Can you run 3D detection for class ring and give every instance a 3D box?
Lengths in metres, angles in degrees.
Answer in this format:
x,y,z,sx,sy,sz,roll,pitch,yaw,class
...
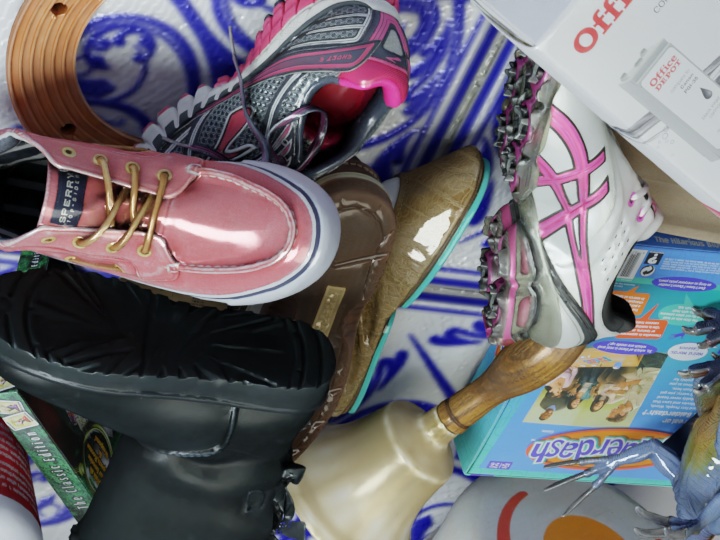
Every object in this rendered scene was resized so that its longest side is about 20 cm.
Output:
x,y,z,sx,sy,sz,roll,pitch,yaw,class
-0.081,-0.115,1.512,0.200,0.019,0.201,-10,138,-9,ring

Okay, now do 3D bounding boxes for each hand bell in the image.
x,y,z,sx,sy,sz,roll,pitch,yaw,class
0.058,0.079,1.690,0.104,0.104,0.200,27,127,-38,hand bell

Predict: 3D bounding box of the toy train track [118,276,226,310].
x,y,z,sx,sy,sz,roll,pitch,yaw,class
-0.107,0.052,1.615,0.114,0.032,0.201,8,99,-44,toy train track

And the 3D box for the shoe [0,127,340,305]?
x,y,z,sx,sy,sz,roll,pitch,yaw,class
-0.114,-0.026,1.454,0.199,0.072,0.091,8,180,32,shoe

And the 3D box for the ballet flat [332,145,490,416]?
x,y,z,sx,sy,sz,roll,pitch,yaw,class
0.000,0.000,1.639,0.072,0.068,0.200,22,133,-10,ballet flat

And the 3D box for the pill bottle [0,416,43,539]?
x,y,z,sx,sy,sz,roll,pitch,yaw,class
-0.228,0.122,1.582,0.112,0.200,0.113,-9,138,-8,pill bottle

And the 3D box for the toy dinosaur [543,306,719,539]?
x,y,z,sx,sy,sz,roll,pitch,yaw,class
0.207,0.123,1.694,0.199,0.105,0.182,-9,122,0,toy dinosaur

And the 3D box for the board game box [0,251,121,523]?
x,y,z,sx,sy,sz,roll,pitch,yaw,class
-0.147,0.082,1.638,0.023,0.105,0.200,-7,140,17,board game box

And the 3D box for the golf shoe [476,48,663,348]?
x,y,z,sx,sy,sz,roll,pitch,yaw,class
0.115,-0.050,1.583,0.092,0.073,0.201,1,123,-6,golf shoe

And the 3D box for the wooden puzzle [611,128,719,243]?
x,y,z,sx,sy,sz,roll,pitch,yaw,class
0.234,-0.100,1.616,0.184,0.037,0.200,9,126,-24,wooden puzzle

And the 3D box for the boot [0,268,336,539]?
x,y,z,sx,sy,sz,roll,pitch,yaw,class
-0.114,0.088,1.535,0.197,0.074,0.163,10,131,-13,boot

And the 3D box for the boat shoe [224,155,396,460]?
x,y,z,sx,sy,sz,roll,pitch,yaw,class
-0.039,0.024,1.593,0.074,0.075,0.203,16,118,-26,boat shoe

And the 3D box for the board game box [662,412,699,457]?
x,y,z,sx,sy,sz,roll,pitch,yaw,class
0.287,0.067,1.773,0.200,0.035,0.135,-43,146,16,board game box

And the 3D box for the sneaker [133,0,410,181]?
x,y,z,sx,sy,sz,roll,pitch,yaw,class
-0.051,-0.063,1.507,0.080,0.075,0.200,19,128,-33,sneaker

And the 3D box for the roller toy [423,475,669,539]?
x,y,z,sx,sy,sz,roll,pitch,yaw,class
0.106,0.221,1.813,0.182,0.200,0.140,19,129,-20,roller toy

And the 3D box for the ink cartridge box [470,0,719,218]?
x,y,z,sx,sy,sz,roll,pitch,yaw,class
0.175,-0.123,1.486,0.200,0.083,0.147,36,97,-32,ink cartridge box

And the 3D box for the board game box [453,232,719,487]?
x,y,z,sx,sy,sz,roll,pitch,yaw,class
0.157,0.043,1.738,0.152,0.045,0.200,5,133,-24,board game box
